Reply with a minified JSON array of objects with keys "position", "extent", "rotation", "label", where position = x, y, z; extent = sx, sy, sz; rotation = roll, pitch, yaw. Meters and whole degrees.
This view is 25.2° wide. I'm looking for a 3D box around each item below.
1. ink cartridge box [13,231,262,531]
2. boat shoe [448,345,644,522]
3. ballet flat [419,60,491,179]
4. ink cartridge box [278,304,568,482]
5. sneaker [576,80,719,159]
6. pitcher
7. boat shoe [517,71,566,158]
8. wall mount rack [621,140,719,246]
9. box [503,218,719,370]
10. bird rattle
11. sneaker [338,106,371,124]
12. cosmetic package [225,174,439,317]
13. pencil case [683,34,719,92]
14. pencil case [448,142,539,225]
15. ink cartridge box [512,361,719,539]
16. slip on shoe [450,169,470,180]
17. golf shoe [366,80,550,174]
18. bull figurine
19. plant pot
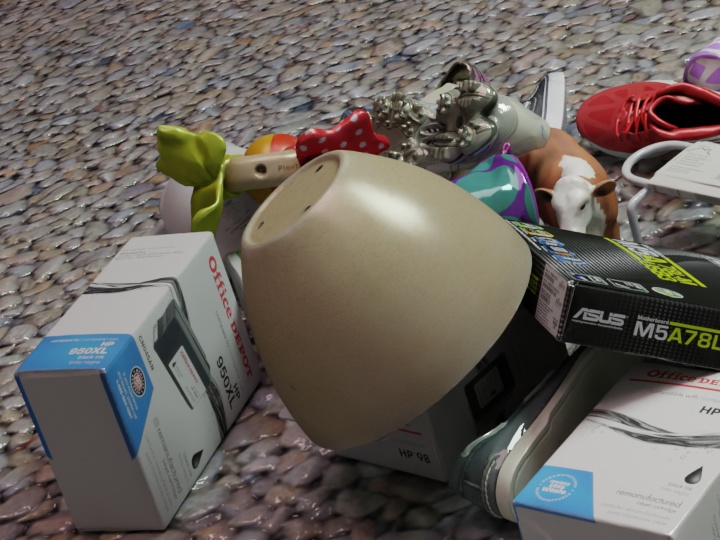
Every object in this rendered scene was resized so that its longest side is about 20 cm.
[{"position":[-0.165,0.081,1.246],"extent":[0.083,0.146,0.200],"rotation":[-4,29,24],"label":"ink cartridge box"},{"position":[0.131,0.096,1.108],"extent":[0.061,0.073,0.200],"rotation":[5,36,39],"label":"boat shoe"},{"position":[0.054,-0.102,1.450],"extent":[0.069,0.071,0.201],"rotation":[19,74,42],"label":"ballet flat"},{"position":[0.048,0.086,1.186],"extent":[0.115,0.067,0.200],"rotation":[8,36,44],"label":"ink cartridge box"},{"position":[0.260,-0.144,1.432],"extent":[0.198,0.079,0.115],"rotation":[3,-8,39],"label":"sneaker"},{"position":[-0.151,-0.044,1.542],"extent":[0.171,0.121,0.200],"rotation":[-43,18,-4],"label":"pitcher"},{"position":[0.159,-0.127,1.526],"extent":[0.067,0.072,0.201],"rotation":[2,37,10],"label":"boat shoe"},{"position":[0.317,-0.066,1.311],"extent":[0.173,0.075,0.199],"rotation":[-36,30,-24],"label":"wall mount rack"},{"position":[0.200,0.018,1.115],"extent":[0.191,0.048,0.200],"rotation":[8,13,-11],"label":"box"},{"position":[-0.070,-0.091,1.357],"extent":[0.198,0.114,0.163],"rotation":[-16,5,10],"label":"bird rattle"},{"position":[-0.011,-0.063,1.530],"extent":[0.075,0.077,0.201],"rotation":[22,47,-4],"label":"sneaker"},{"position":[0.000,0.000,1.351],"extent":[0.198,0.086,0.108],"rotation":[-24,23,-10],"label":"cosmetic package"},{"position":[0.390,-0.208,1.517],"extent":[0.199,0.084,0.085],"rotation":[-35,-4,-29],"label":"pencil case"},{"position":[0.036,-0.027,1.236],"extent":[0.198,0.085,0.093],"rotation":[-16,63,-4],"label":"pencil case"},{"position":[0.199,0.121,1.018],"extent":[0.115,0.069,0.200],"rotation":[6,34,40],"label":"ink cartridge box"},{"position":[0.077,-0.085,1.511],"extent":[0.075,0.061,0.200],"rotation":[-20,26,-4],"label":"slip on shoe"},{"position":[0.074,-0.106,1.347],"extent":[0.096,0.079,0.199],"rotation":[10,-4,-34],"label":"golf shoe"},{"position":[0.174,-0.050,1.308],"extent":[0.064,0.123,0.201],"rotation":[-16,26,4],"label":"bull figurine"},{"position":[-0.004,0.000,1.083],"extent":[0.200,0.135,0.201],"rotation":[-37,20,16],"label":"plant pot"}]
